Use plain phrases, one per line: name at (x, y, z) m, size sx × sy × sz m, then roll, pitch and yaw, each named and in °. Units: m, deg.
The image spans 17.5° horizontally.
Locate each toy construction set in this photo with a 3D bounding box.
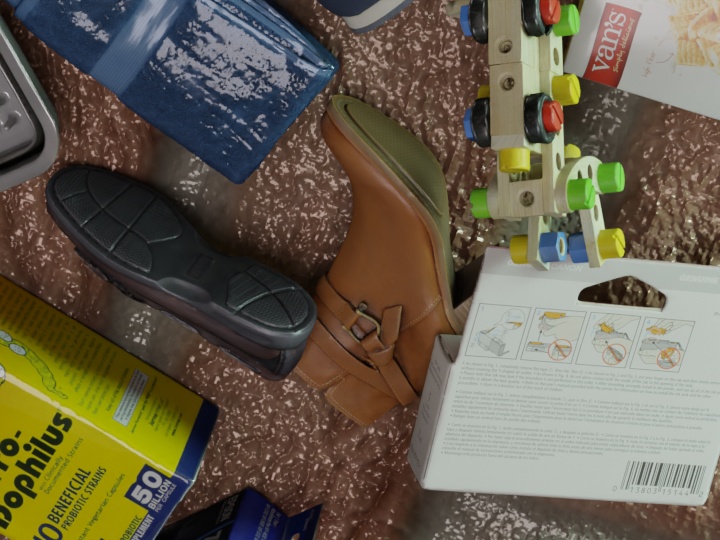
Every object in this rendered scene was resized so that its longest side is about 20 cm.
toy construction set at (0.101, -0.103, 1.379) m, size 0.092 × 0.131 × 0.201 m, roll -20°, pitch 75°, yaw 22°

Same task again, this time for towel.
towel at (-0.120, -0.148, 1.452) m, size 0.200 × 0.049 × 0.112 m, roll 37°, pitch 113°, yaw -10°

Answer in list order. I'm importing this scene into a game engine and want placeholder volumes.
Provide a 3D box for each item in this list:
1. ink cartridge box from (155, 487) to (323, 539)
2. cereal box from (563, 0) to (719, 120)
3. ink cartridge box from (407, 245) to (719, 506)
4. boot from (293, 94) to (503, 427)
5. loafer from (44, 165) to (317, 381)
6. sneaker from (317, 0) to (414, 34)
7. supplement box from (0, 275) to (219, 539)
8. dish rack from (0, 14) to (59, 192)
ink cartridge box at (-0.123, 0.205, 1.581) m, size 0.199 × 0.100 × 0.039 m, roll -26°, pitch 106°, yaw 15°
cereal box at (0.236, -0.161, 1.418) m, size 0.199 × 0.040 × 0.144 m, roll 16°, pitch 112°, yaw 0°
ink cartridge box at (0.145, 0.061, 1.486) m, size 0.199 × 0.045 × 0.177 m, roll 5°, pitch 116°, yaw -17°
boot at (0.000, 0.000, 1.497) m, size 0.154 × 0.074 × 0.200 m, roll -35°, pitch 102°, yaw 23°
loafer at (-0.122, 0.006, 1.500) m, size 0.199 × 0.072 × 0.063 m, roll 30°, pitch 135°, yaw 13°
sneaker at (0.039, -0.230, 1.390) m, size 0.082 × 0.070 × 0.200 m, roll 38°, pitch 111°, yaw -24°
supplement box at (-0.210, 0.103, 1.542) m, size 0.199 × 0.110 × 0.109 m, roll 31°, pitch 112°, yaw -6°
dish rack at (-0.289, -0.134, 1.477) m, size 0.171 × 0.044 × 0.201 m, roll -20°, pitch 109°, yaw 25°
